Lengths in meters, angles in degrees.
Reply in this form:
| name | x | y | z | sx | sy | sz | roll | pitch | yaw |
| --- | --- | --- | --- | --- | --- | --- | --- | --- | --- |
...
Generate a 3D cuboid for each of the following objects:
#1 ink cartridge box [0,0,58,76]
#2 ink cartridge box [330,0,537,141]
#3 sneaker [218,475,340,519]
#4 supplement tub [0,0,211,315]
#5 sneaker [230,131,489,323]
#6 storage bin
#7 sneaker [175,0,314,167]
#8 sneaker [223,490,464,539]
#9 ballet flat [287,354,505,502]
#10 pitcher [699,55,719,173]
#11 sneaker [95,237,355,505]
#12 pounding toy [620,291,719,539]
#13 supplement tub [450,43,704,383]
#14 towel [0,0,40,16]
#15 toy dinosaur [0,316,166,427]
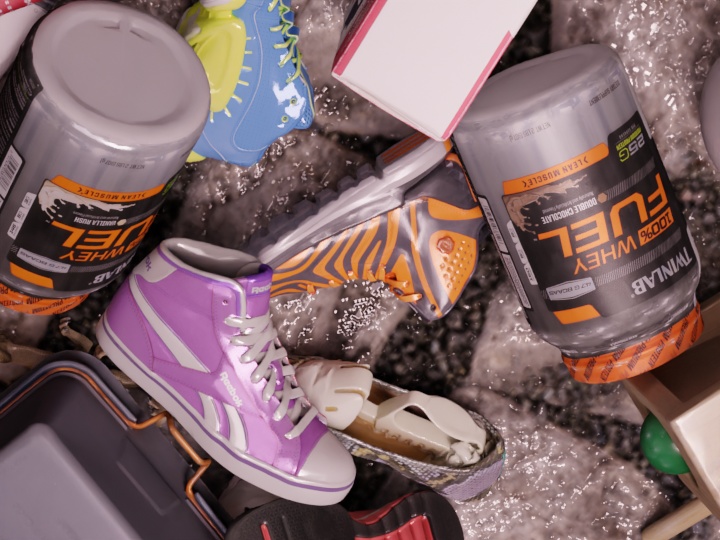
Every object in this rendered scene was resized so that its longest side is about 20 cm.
| name | x | y | z | sx | sy | sz | roll | pitch | yaw |
| --- | --- | --- | --- | --- | --- | --- | --- | --- | --- |
| ink cartridge box | -0.254 | -0.209 | 1.465 | 0.145 | 0.084 | 0.200 | 37 | 103 | -11 |
| ink cartridge box | 0.055 | -0.178 | 1.428 | 0.084 | 0.200 | 0.145 | 31 | 104 | -7 |
| sneaker | -0.092 | 0.196 | 1.596 | 0.200 | 0.080 | 0.074 | -36 | 102 | 2 |
| supplement tub | -0.181 | -0.065 | 1.464 | 0.123 | 0.123 | 0.200 | 25 | 138 | -8 |
| sneaker | 0.000 | 0.000 | 1.543 | 0.200 | 0.078 | 0.112 | -30 | 104 | 8 |
| storage bin | -0.167 | 0.160 | 1.482 | 0.146 | 0.134 | 0.200 | -38 | 96 | 7 |
| sneaker | -0.065 | -0.152 | 1.504 | 0.105 | 0.076 | 0.200 | 20 | 118 | -17 |
| sneaker | -0.022 | 0.197 | 1.560 | 0.087 | 0.200 | 0.074 | -30 | 66 | 42 |
| ballet flat | 0.010 | 0.094 | 1.573 | 0.200 | 0.072 | 0.072 | 22 | 105 | -9 |
| pitcher | 0.305 | -0.095 | 1.455 | 0.172 | 0.200 | 0.121 | -13 | 106 | 3 |
| sneaker | -0.069 | 0.060 | 1.494 | 0.200 | 0.073 | 0.114 | 38 | 120 | -1 |
| pounding toy | 0.262 | 0.103 | 1.537 | 0.200 | 0.184 | 0.142 | -33 | 104 | 0 |
| supplement tub | 0.145 | -0.036 | 1.511 | 0.122 | 0.123 | 0.200 | -23 | 106 | 6 |
| towel | -0.252 | -0.218 | 1.399 | 0.200 | 0.022 | 0.145 | -19 | 107 | 6 |
| toy dinosaur | -0.180 | 0.093 | 1.590 | 0.101 | 0.058 | 0.200 | -25 | 119 | 24 |
